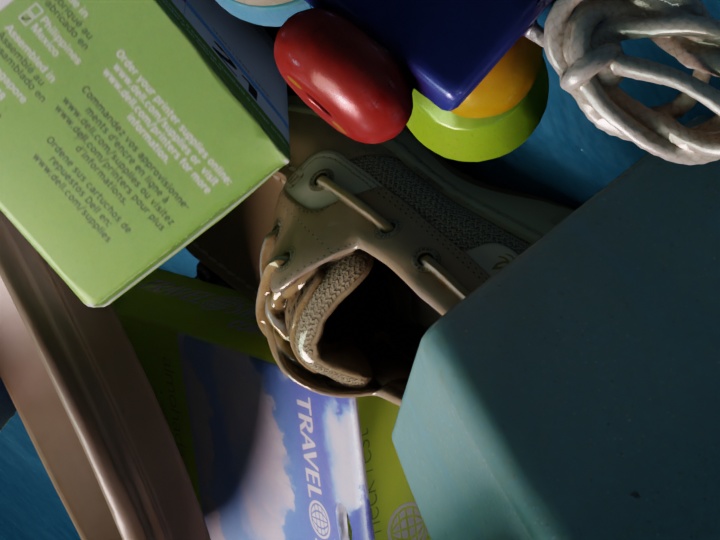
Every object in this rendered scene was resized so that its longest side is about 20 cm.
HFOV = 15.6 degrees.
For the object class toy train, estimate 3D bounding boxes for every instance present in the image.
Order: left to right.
[{"bbox_3d":[0.026,-0.053,0.601,0.200,0.085,0.116,40,173,16],"label":"toy train"}]

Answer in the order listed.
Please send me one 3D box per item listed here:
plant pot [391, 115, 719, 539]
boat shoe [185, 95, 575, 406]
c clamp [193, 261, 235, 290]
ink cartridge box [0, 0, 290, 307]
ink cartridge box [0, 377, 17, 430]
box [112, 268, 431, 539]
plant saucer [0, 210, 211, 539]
[{"bbox_3d":[0.106,0.075,0.616,0.200,0.141,0.141,49,164,11],"label":"plant pot"},{"bbox_3d":[0.000,0.000,0.767,0.200,0.064,0.072,19,130,45],"label":"boat shoe"},{"bbox_3d":[-0.002,0.013,0.881,0.200,0.027,0.171,20,137,50],"label":"c clamp"},{"bbox_3d":[-0.094,-0.098,0.793,0.148,0.076,0.200,50,-167,-18],"label":"ink cartridge box"},{"bbox_3d":[-0.176,-0.038,0.960,0.200,0.041,0.200,47,-154,-8],"label":"ink cartridge box"},{"bbox_3d":[-0.034,0.072,0.890,0.200,0.048,0.123,15,118,55],"label":"box"},{"bbox_3d":[-0.095,0.031,0.842,0.201,0.029,0.200,59,167,22],"label":"plant saucer"}]
